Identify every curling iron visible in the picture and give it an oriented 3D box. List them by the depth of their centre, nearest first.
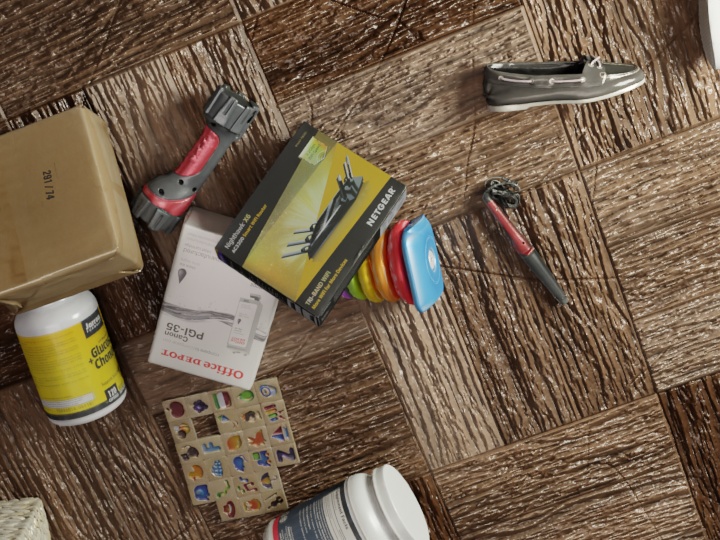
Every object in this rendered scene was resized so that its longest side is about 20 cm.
[{"bbox_3d":[0.219,-0.036,1.678,0.049,0.026,0.201,-27,107,14],"label":"curling iron"}]

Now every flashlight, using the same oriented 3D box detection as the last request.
[{"bbox_3d":[-0.213,-0.142,1.633,0.068,0.068,0.201,38,107,8],"label":"flashlight"}]

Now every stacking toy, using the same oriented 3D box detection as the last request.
[{"bbox_3d":[0.000,0.000,1.671,0.198,0.116,0.111,-9,104,20],"label":"stacking toy"}]

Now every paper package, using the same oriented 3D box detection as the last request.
[{"bbox_3d":[-0.386,-0.073,1.593,0.189,0.104,0.202,-19,76,4],"label":"paper package"}]

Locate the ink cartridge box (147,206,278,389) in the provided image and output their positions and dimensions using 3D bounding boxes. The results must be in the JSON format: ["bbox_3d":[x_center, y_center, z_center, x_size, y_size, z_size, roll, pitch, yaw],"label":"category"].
[{"bbox_3d":[-0.181,0.038,1.687,0.145,0.083,0.202,16,109,-4],"label":"ink cartridge box"}]

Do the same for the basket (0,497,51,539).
[{"bbox_3d":[-0.536,0.438,1.802,0.196,0.161,0.202,-5,111,4],"label":"basket"}]

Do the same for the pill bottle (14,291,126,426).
[{"bbox_3d":[-0.387,0.093,1.698,0.111,0.112,0.202,-13,110,6],"label":"pill bottle"}]

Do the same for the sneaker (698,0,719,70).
[{"bbox_3d":[0.446,-0.340,1.536,0.081,0.074,0.202,-4,111,6],"label":"sneaker"}]

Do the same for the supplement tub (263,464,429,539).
[{"bbox_3d":[-0.020,0.366,1.770,0.199,0.141,0.141,-30,106,12],"label":"supplement tub"}]

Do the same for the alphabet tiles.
[{"bbox_3d":[-0.172,0.254,1.806,0.165,0.008,0.202,-12,109,6],"label":"alphabet tiles"}]

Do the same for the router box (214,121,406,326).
[{"bbox_3d":[-0.060,-0.058,1.595,0.156,0.052,0.201,32,77,9],"label":"router box"}]

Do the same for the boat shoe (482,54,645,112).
[{"bbox_3d":[0.247,-0.237,1.583,0.198,0.067,0.058,-8,114,8],"label":"boat shoe"}]
